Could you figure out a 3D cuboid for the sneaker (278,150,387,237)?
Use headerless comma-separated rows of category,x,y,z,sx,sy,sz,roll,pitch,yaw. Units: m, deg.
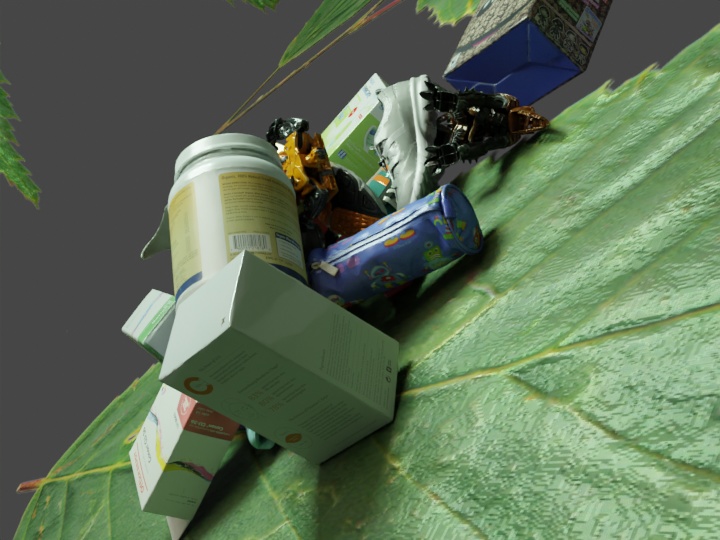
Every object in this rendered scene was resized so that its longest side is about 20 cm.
sneaker,-0.021,-0.097,1.381,0.199,0.091,0.076,34,113,42

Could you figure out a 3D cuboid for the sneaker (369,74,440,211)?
sneaker,0.052,-0.139,1.383,0.081,0.075,0.202,-4,68,17

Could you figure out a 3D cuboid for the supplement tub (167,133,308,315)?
supplement tub,-0.135,-0.033,1.230,0.144,0.143,0.202,-36,52,38

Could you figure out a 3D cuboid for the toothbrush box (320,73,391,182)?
toothbrush box,-0.006,-0.185,1.704,0.200,0.086,0.146,-46,18,11

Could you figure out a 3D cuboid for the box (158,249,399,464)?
box,-0.076,0.090,1.114,0.124,0.199,0.098,-35,34,38

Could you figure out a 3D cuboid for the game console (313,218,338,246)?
game console,-0.139,-0.011,1.628,0.200,0.118,0.172,-50,18,0

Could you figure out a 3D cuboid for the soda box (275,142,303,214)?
soda box,-0.126,-0.065,1.487,0.067,0.064,0.201,22,82,34

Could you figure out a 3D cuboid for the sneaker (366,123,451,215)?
sneaker,0.058,-0.116,1.430,0.080,0.071,0.201,-35,22,48

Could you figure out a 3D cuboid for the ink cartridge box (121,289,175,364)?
ink cartridge box,-0.252,0.107,1.625,0.088,0.145,0.200,-53,17,-12

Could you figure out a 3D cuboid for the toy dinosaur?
toy dinosaur,0.143,-0.176,1.297,0.135,0.103,0.200,-10,-10,-29

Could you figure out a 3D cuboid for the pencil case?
pencil case,0.030,-0.020,1.210,0.199,0.087,0.079,-24,64,23

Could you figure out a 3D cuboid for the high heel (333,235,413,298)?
high heel,0.000,0.000,1.345,0.096,0.067,0.199,-55,18,-27

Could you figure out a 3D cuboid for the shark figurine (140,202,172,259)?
shark figurine,-0.160,0.014,1.349,0.089,0.215,0.128,-37,-4,17

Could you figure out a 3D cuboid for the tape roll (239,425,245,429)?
tape roll,-0.128,0.105,1.460,0.200,0.065,0.201,-45,18,19

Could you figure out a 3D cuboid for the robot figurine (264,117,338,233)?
robot figurine,-0.099,-0.093,1.354,0.199,0.058,0.146,-34,65,41

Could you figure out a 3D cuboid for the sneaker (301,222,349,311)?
sneaker,-0.077,-0.003,1.388,0.090,0.077,0.200,-12,23,-13

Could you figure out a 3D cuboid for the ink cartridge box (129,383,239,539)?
ink cartridge box,-0.218,0.212,1.346,0.201,0.067,0.117,-63,29,18

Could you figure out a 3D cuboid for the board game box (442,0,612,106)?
board game box,0.212,-0.302,1.379,0.159,0.097,0.201,-29,28,49

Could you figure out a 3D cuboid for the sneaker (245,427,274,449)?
sneaker,-0.062,0.131,1.258,0.200,0.077,0.087,-47,29,34
